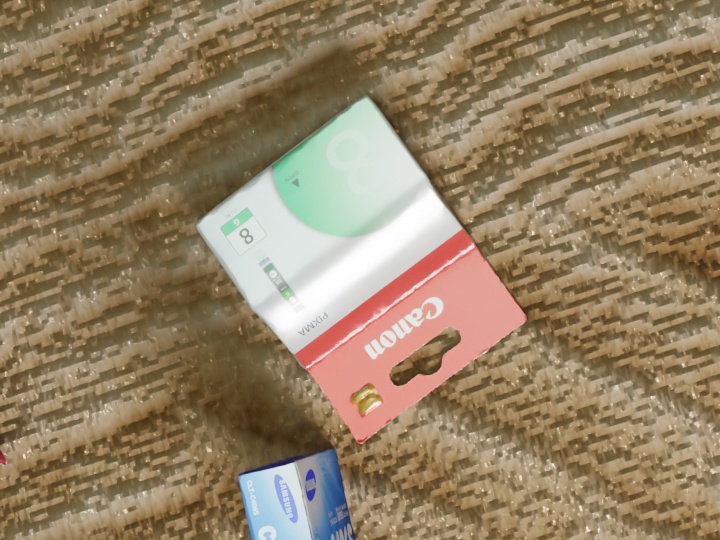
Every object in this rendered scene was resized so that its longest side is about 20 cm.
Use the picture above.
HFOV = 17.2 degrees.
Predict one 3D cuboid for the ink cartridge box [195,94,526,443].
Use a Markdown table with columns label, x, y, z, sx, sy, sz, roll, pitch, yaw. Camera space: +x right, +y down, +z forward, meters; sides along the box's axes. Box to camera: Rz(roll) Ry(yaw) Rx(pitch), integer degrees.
| label | x | y | z | sx | sy | sz | roll | pitch | yaw |
| --- | --- | --- | --- | --- | --- | --- | --- | --- | --- |
| ink cartridge box | 0.000 | 0.000 | 1.728 | 0.160 | 0.050 | 0.201 | -36 | 82 | 6 |

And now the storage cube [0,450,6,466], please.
| label | x | y | z | sx | sy | sz | roll | pitch | yaw |
| --- | --- | --- | --- | --- | --- | --- | --- | --- | --- |
| storage cube | -0.386 | 0.093 | 1.708 | 0.170 | 0.200 | 0.181 | -27 | 79 | 7 |

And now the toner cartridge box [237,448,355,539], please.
| label | x | y | z | sx | sy | sz | roll | pitch | yaw |
| --- | --- | --- | --- | --- | --- | --- | --- | --- | --- |
| toner cartridge box | -0.040 | 0.178 | 1.652 | 0.043 | 0.200 | 0.096 | -14 | 87 | 6 |
